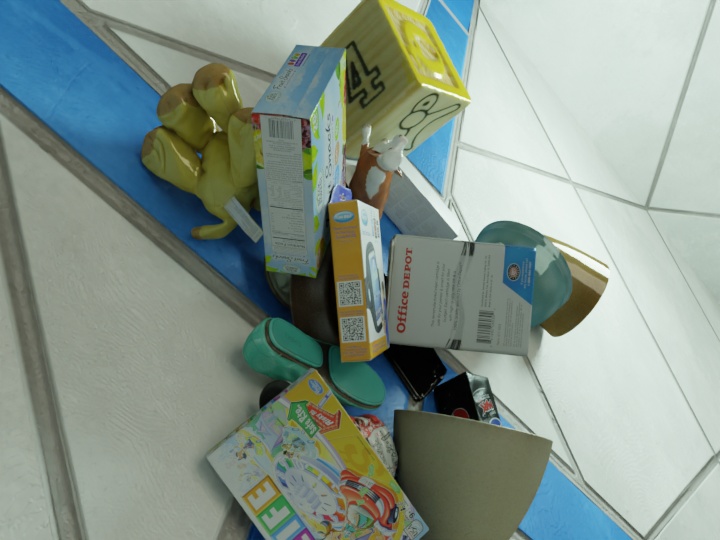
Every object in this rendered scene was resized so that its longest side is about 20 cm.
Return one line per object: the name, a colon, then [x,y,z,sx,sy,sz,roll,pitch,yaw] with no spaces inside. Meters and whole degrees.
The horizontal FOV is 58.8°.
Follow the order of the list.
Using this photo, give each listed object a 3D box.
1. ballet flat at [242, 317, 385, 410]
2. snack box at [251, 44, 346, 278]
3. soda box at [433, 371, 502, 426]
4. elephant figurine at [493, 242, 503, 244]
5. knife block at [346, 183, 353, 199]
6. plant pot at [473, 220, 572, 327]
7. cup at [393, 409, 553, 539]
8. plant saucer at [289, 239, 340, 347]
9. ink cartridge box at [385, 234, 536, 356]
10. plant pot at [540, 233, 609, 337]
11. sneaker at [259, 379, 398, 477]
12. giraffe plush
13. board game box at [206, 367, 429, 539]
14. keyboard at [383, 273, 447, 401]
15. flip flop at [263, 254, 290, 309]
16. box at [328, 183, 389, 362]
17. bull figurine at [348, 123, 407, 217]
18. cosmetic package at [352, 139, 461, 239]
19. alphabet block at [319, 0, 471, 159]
ballet flat: [-0.057,0.116,0.748,0.199,0.070,0.068,35,40,-35]
snack box: [-0.062,-0.123,0.723,0.067,0.202,0.170,7,41,8]
soda box: [0.170,0.255,0.924,0.063,0.070,0.203,20,47,-43]
elephant figurine: [0.145,0.030,1.032,0.155,0.198,0.144,-31,112,-52]
knife block: [-0.076,-0.175,0.974,0.175,0.064,0.202,38,37,-27]
plant pot: [0.255,0.032,1.139,0.134,0.200,0.201,-41,97,-30]
cup: [0.125,0.261,0.781,0.199,0.199,0.145,25,71,-39]
plant saucer: [-0.018,0.034,0.829,0.199,0.036,0.204,16,72,-57]
ink cartridge box: [0.133,0.035,0.892,0.086,0.196,0.149,115,-20,-87]
plant pot: [0.379,0.003,1.333,0.199,0.187,0.187,37,36,-5]
sneaker: [-0.030,0.186,0.729,0.203,0.067,0.108,55,32,-10]
giraffe plush: [-0.142,-0.140,0.790,0.202,0.171,0.162,63,25,-5]
board game box: [-0.041,0.221,0.639,0.134,0.034,0.201,-37,94,-13]
keyboard: [0.057,0.091,0.964,0.104,0.040,0.202,-32,90,-34]
flip flop: [-0.066,-0.046,0.846,0.081,0.057,0.202,36,63,-31]
box: [0.000,0.000,0.760,0.119,0.041,0.204,-2,89,-77]
bull figurine: [0.018,-0.142,0.970,0.064,0.201,0.123,11,47,-11]
cosmetic package: [0.084,-0.123,1.123,0.200,0.082,0.051,48,31,-14]
alphabet block: [0.044,-0.330,1.135,0.194,0.199,0.199,-6,67,-54]
